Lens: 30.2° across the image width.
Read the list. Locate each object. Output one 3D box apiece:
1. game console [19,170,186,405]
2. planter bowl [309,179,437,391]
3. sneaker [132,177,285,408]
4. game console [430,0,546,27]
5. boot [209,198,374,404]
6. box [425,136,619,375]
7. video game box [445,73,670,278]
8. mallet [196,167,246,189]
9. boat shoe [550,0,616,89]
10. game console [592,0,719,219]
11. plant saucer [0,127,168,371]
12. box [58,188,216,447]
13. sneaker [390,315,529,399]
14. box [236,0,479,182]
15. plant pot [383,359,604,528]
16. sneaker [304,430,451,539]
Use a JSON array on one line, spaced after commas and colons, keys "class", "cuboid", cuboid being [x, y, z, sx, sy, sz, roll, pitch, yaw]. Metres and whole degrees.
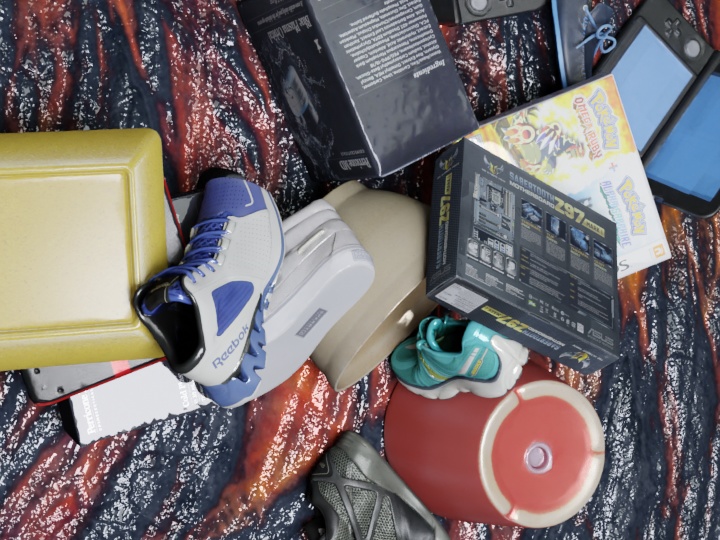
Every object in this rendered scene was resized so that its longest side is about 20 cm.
[{"class": "game console", "cuboid": [-0.236, -0.002, 1.177, 0.175, 0.031, 0.203, -20, 98, -14]}, {"class": "planter bowl", "cuboid": [0.000, 0.000, 1.305, 0.135, 0.201, 0.200, 43, 75, 11]}, {"class": "sneaker", "cuboid": [-0.130, 0.007, 1.143, 0.115, 0.080, 0.202, 28, 58, -52]}, {"class": "game console", "cuboid": [0.114, -0.358, 1.359, 0.170, 0.119, 0.203, -12, 97, -11]}, {"class": "boot", "cuboid": [-0.077, 0.028, 1.217, 0.200, 0.096, 0.073, -43, 143, 13]}, {"class": "box", "cuboid": [0.154, -0.012, 1.243, 0.198, 0.051, 0.160, 26, 52, -27]}, {"class": "video game box", "cuboid": [0.202, -0.074, 1.365, 0.180, 0.047, 0.202, -22, 100, -6]}, {"class": "mallet", "cuboid": [-0.115, -0.003, 1.312, 0.041, 0.066, 0.203, -16, 98, -21]}, {"class": "boat shoe", "cuboid": [0.238, -0.274, 1.426, 0.068, 0.084, 0.203, -5, 96, 7]}, {"class": "game console", "cuboid": [0.349, -0.184, 1.461, 0.170, 0.118, 0.201, 41, 77, -18]}, {"class": "plant saucer", "cuboid": [-0.259, -0.017, 1.130, 0.197, 0.048, 0.203, -4, 95, -16]}, {"class": "box", "cuboid": [-0.207, 0.039, 1.256, 0.180, 0.104, 0.203, -14, 96, -21]}, {"class": "sneaker", "cuboid": [0.086, 0.073, 1.299, 0.079, 0.199, 0.078, 40, 67, -19]}, {"class": "box", "cuboid": [-0.007, -0.199, 1.277, 0.116, 0.196, 0.202, -28, 101, -18]}, {"class": "plant pot", "cuboid": [0.145, 0.174, 1.360, 0.198, 0.177, 0.204, -1, 93, -21]}, {"class": "sneaker", "cuboid": [0.019, 0.272, 1.366, 0.114, 0.076, 0.200, -45, 99, -11]}]
